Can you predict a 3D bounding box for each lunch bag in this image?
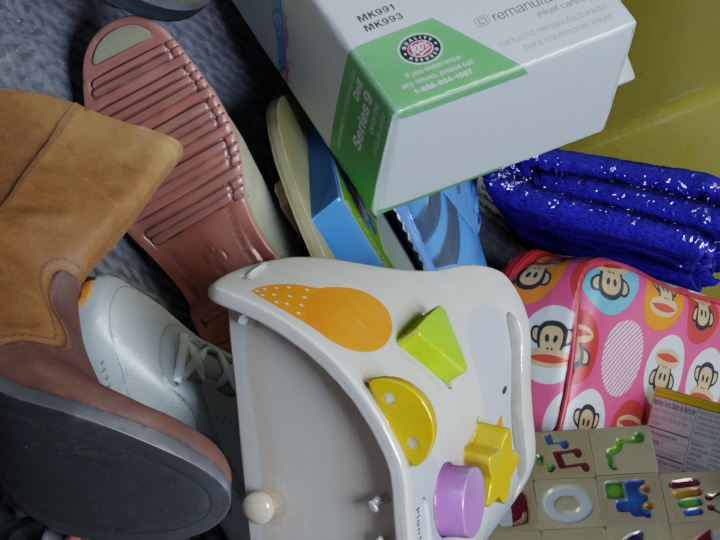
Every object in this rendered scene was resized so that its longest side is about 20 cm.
[{"bbox_3d":[0.147,0.089,1.257,0.200,0.082,0.177,20,78,-49],"label":"lunch bag"}]

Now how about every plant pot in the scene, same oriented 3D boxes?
[{"bbox_3d":[0.259,-0.122,1.476,0.200,0.176,0.200,42,41,-36],"label":"plant pot"}]

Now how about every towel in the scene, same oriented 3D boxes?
[{"bbox_3d":[0.149,-0.025,1.244,0.200,0.147,0.050,42,58,-77],"label":"towel"}]

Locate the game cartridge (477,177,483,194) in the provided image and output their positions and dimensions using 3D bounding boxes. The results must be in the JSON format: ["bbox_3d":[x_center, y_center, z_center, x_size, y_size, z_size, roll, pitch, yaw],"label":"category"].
[{"bbox_3d":[0.014,-0.136,1.258,0.200,0.041,0.133,52,40,-24],"label":"game cartridge"}]

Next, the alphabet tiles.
[{"bbox_3d":[0.092,0.147,1.077,0.006,0.199,0.167,88,-2,-45],"label":"alphabet tiles"}]

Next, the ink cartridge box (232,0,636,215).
[{"bbox_3d":[0.024,-0.147,1.101,0.145,0.088,0.200,-21,58,-21],"label":"ink cartridge box"}]

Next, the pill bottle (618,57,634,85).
[{"bbox_3d":[0.098,-0.198,1.344,0.113,0.113,0.201,-23,92,-57],"label":"pill bottle"}]

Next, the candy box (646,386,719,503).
[{"bbox_3d":[0.195,0.124,1.127,0.026,0.200,0.103,15,90,-17],"label":"candy box"}]

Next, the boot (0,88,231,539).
[{"bbox_3d":[-0.117,0.012,0.888,0.200,0.188,0.069,-65,164,-49],"label":"boot"}]

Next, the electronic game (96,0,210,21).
[{"bbox_3d":[-0.140,-0.205,1.031,0.200,0.042,0.200,42,28,-27],"label":"electronic game"}]

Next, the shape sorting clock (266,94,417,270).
[{"bbox_3d":[0.000,0.000,1.116,0.200,0.039,0.200,61,7,-13],"label":"shape sorting clock"}]

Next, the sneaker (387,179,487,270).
[{"bbox_3d":[0.045,-0.056,1.191,0.200,0.078,0.066,63,-4,-24],"label":"sneaker"}]

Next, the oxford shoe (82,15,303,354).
[{"bbox_3d":[-0.077,-0.033,1.054,0.074,0.071,0.200,-59,127,-77],"label":"oxford shoe"}]

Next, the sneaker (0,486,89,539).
[{"bbox_3d":[-0.101,0.156,0.893,0.201,0.071,0.098,58,26,-9],"label":"sneaker"}]

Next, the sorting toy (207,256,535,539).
[{"bbox_3d":[0.028,0.081,0.955,0.180,0.107,0.201,-29,120,-55],"label":"sorting toy"}]

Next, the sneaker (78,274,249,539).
[{"bbox_3d":[-0.053,0.063,0.994,0.200,0.092,0.076,46,38,-31],"label":"sneaker"}]
